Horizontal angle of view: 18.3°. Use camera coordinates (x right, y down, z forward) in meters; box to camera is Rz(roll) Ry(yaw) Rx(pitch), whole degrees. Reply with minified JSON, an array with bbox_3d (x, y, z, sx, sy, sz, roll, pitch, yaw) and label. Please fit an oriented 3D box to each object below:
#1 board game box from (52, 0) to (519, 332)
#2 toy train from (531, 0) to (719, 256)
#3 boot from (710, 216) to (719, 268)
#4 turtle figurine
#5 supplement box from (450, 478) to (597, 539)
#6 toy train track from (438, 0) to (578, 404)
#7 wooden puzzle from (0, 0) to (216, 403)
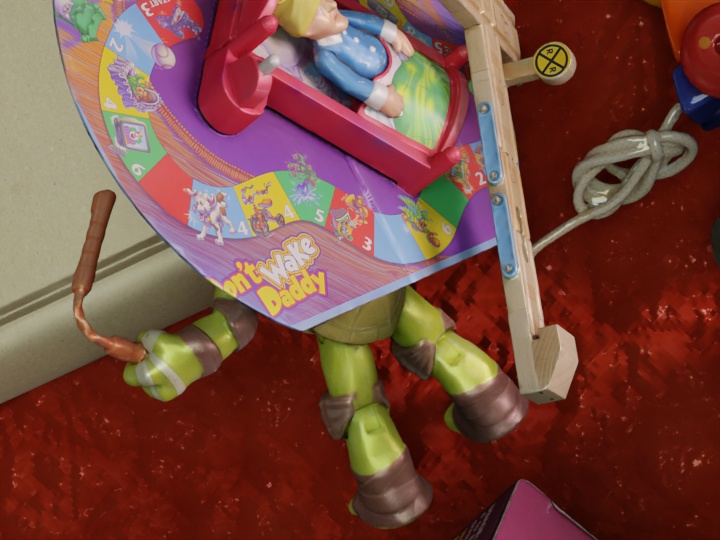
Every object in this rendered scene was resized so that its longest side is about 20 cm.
[{"bbox_3d":[-0.009,-0.072,0.769,0.039,0.199,0.159,-34,82,44],"label":"board game box"},{"bbox_3d":[0.116,-0.106,0.814,0.199,0.085,0.116,-32,76,13],"label":"toy train"},{"bbox_3d":[0.229,-0.060,0.810,0.199,0.138,0.078,-7,64,-28],"label":"boot"},{"bbox_3d":[0.000,0.000,0.812,0.200,0.064,0.162,-47,114,-33],"label":"turtle figurine"},{"bbox_3d":[0.036,0.187,0.774,0.131,0.103,0.200,38,132,-5],"label":"supplement box"},{"bbox_3d":[0.058,-0.055,0.783,0.032,0.115,0.202,-12,74,17],"label":"toy train track"},{"bbox_3d":[-0.131,-0.062,0.860,0.184,0.037,0.201,-24,97,6],"label":"wooden puzzle"}]
